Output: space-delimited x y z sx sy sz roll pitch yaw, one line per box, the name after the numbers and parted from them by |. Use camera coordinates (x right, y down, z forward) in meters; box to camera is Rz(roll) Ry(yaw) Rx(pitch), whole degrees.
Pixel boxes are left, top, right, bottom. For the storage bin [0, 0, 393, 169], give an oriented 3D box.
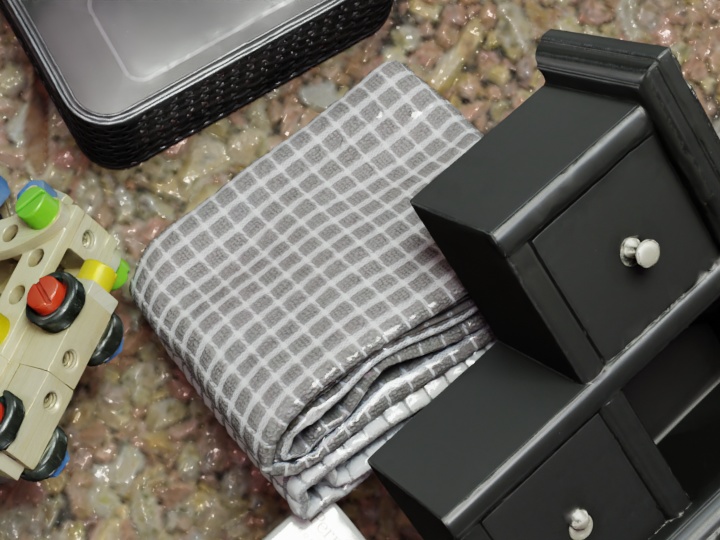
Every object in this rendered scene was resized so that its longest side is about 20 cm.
-0.087 -0.161 0.812 0.199 0.094 0.136 -30 84 -10 | storage bin

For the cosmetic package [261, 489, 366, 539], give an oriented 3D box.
-0.058 0.213 0.725 0.200 0.081 0.113 -43 83 -15 | cosmetic package

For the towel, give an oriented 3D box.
0.000 0.000 0.751 0.199 0.086 0.166 -38 43 -10 | towel

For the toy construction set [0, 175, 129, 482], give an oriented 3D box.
-0.181 0.042 0.753 0.130 0.092 0.202 9 79 36 | toy construction set

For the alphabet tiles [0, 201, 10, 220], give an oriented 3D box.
-0.290 -0.026 0.812 0.198 0.006 0.168 -18 83 -8 | alphabet tiles

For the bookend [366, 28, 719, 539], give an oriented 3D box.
0.080 0.040 0.650 0.198 0.092 0.201 -40 115 -12 | bookend
